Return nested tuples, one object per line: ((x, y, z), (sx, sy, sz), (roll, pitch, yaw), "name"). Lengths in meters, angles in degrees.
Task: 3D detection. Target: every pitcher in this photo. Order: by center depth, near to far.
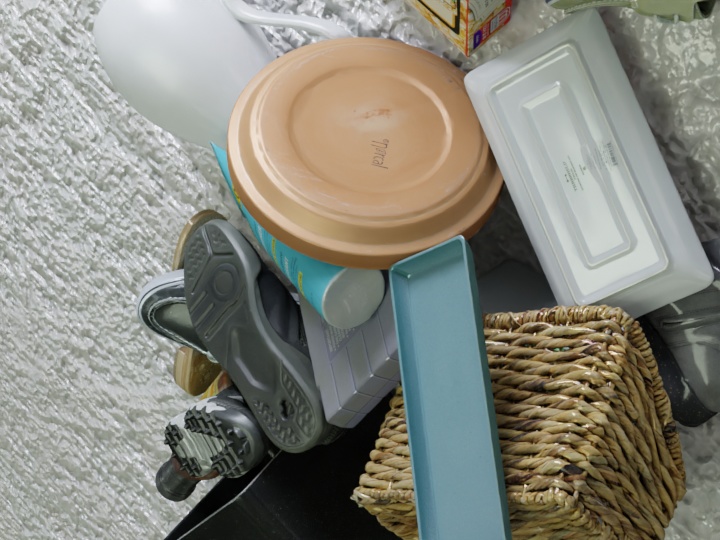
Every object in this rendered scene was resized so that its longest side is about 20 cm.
((-0.102, -0.167, 1.097), (0.200, 0.121, 0.172), (42, 122, 4), "pitcher")

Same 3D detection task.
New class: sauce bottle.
((-0.141, 0.157, 1.309), (0.066, 0.066, 0.200), (51, 132, 11), "sauce bottle")

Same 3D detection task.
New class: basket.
((0.121, 0.124, 0.944), (0.199, 0.150, 0.143), (-9, 139, 45), "basket")

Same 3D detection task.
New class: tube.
((-0.053, -0.027, 1.013), (0.200, 0.050, 0.078), (42, 155, 48), "tube")

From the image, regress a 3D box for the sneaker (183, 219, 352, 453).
((-0.061, 0.049, 1.087), (0.076, 0.114, 0.200), (-45, 68, 24), "sneaker")

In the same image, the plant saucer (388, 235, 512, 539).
((0.057, 0.083, 0.872), (0.070, 0.019, 0.202), (-23, 66, 41), "plant saucer")

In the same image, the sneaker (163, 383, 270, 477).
((-0.100, 0.124, 1.138), (0.067, 0.090, 0.200), (60, 158, -2), "sneaker")

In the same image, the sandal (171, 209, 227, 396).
((-0.120, 0.042, 1.236), (0.069, 0.078, 0.213), (33, 136, 23), "sandal")

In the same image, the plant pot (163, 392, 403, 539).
((-0.038, 0.230, 1.175), (0.178, 0.199, 0.200), (49, 134, -2), "plant pot")

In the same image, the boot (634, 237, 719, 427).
((0.225, -0.008, 0.918), (0.131, 0.070, 0.201), (-36, 82, 34), "boot")

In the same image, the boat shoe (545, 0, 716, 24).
((0.197, -0.183, 0.847), (0.199, 0.072, 0.063), (-8, 102, 40), "boat shoe")

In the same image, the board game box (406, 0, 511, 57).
((0.034, -0.246, 0.904), (0.151, 0.046, 0.200), (45, 168, 16), "board game box")

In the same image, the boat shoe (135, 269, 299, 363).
((-0.096, 0.053, 1.158), (0.198, 0.068, 0.074), (15, 116, 2), "boat shoe")

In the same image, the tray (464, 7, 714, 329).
((0.145, -0.063, 0.913), (0.107, 0.022, 0.201), (-26, 81, 27), "tray")

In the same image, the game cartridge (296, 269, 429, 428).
((0.000, 0.000, 1.018), (0.130, 0.038, 0.201), (-52, 39, 39), "game cartridge")

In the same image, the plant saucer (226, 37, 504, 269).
((0.006, -0.091, 0.970), (0.200, 0.200, 0.032), (40, 151, 21), "plant saucer")

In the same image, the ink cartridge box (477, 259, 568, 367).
((0.131, 0.116, 1.037), (0.146, 0.083, 0.201), (27, 126, 31), "ink cartridge box")
